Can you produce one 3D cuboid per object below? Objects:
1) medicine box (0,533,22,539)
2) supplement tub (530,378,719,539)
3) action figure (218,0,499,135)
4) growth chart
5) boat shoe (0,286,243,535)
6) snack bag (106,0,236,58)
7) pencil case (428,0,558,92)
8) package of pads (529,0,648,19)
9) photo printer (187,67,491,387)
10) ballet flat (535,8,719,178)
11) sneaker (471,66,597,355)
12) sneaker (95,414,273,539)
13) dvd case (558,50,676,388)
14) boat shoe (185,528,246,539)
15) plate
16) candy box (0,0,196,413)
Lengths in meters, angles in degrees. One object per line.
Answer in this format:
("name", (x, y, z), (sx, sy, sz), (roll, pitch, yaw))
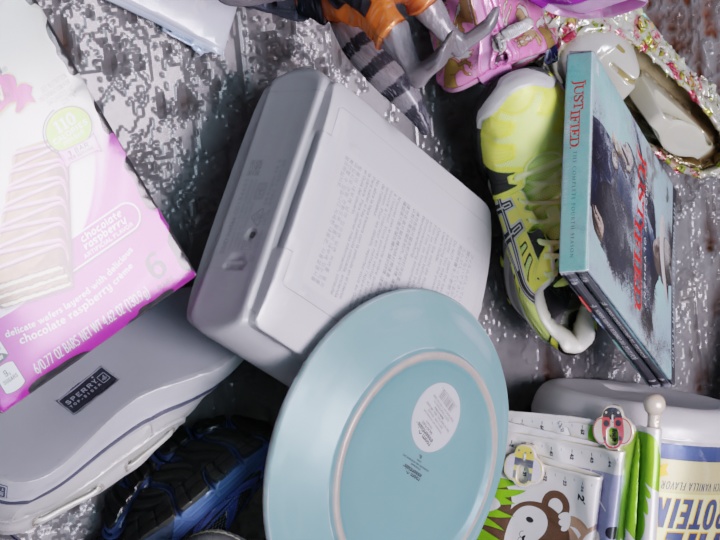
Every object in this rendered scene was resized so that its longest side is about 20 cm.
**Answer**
("medicine box", (-0.252, 0.194, 0.880), (0.198, 0.182, 0.104), (5, 94, -29))
("supplement tub", (0.171, 0.179, 1.139), (0.143, 0.144, 0.202), (5, 94, -30))
("action figure", (-0.035, -0.152, 0.957), (0.200, 0.192, 0.105), (-50, 165, -54))
("growth chart", (0.097, 0.150, 1.086), (0.018, 0.198, 0.146), (0, 88, -63))
("boat shoe", (-0.137, 0.081, 0.998), (0.200, 0.072, 0.066), (-41, 154, -38))
("snack bag", (-0.124, -0.247, 0.989), (0.188, 0.021, 0.202), (23, 85, -30))
("pencil case", (0.060, -0.213, 1.058), (0.083, 0.086, 0.202), (-28, 108, -41))
("package of pads", (0.118, -0.256, 1.008), (0.120, 0.075, 0.202), (20, 71, -48))
("photo printer", (0.000, 0.000, 1.034), (0.200, 0.069, 0.168), (34, 67, -44))
("ballet flat", (0.180, -0.123, 1.143), (0.199, 0.064, 0.076), (28, 121, -29))
("sneaker", (0.122, -0.036, 1.087), (0.075, 0.077, 0.201), (-22, 127, -6))
("sneaker", (-0.117, 0.168, 1.026), (0.200, 0.075, 0.079), (-47, 129, -10))
("dvd case", (0.165, -0.027, 1.097), (0.200, 0.022, 0.147), (46, 44, -57))
("boat shoe", (-0.052, 0.194, 1.030), (0.200, 0.071, 0.068), (50, 35, -49))
("plate", (0.026, 0.112, 1.002), (0.199, 0.025, 0.202), (-13, 108, -42))
("candy box", (-0.197, -0.045, 0.943), (0.136, 0.061, 0.201), (-36, 108, -18))
